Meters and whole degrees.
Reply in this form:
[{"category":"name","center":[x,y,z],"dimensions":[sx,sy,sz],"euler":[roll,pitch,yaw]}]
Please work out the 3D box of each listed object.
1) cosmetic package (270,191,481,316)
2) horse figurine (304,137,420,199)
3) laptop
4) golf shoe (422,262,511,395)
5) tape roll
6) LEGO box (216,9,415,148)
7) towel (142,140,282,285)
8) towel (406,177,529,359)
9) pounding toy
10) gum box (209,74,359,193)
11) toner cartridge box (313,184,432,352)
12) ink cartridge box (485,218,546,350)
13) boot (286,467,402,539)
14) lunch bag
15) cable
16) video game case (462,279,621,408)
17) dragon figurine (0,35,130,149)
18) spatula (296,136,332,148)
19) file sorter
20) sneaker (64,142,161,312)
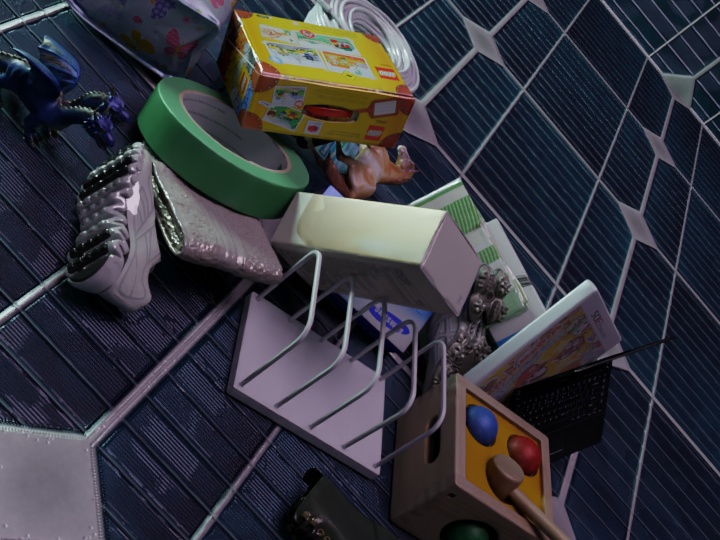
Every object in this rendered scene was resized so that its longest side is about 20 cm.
[{"category":"cosmetic package","center":[0.016,-0.020,1.090],"dimensions":[0.105,0.200,0.071],"euler":[51,58,-47]},{"category":"horse figurine","center":[-0.003,-0.141,1.307],"dimensions":[0.133,0.050,0.200],"euler":[63,33,-15]},{"category":"laptop","center":[0.279,0.170,1.257],"dimensions":[0.177,0.200,0.103],"euler":[-13,26,-32]},{"category":"golf shoe","center":[0.114,0.084,1.269],"dimensions":[0.078,0.097,0.200],"euler":[28,82,-38]},{"category":"tape roll","center":[-0.152,-0.139,1.153],"dimensions":[0.200,0.048,0.200],"euler":[33,19,-13]},{"category":"LEGO box","center":[-0.056,-0.230,1.233],"dimensions":[0.200,0.077,0.149],"euler":[4,40,-26]},{"category":"towel","center":[-0.164,-0.065,1.087],"dimensions":[0.132,0.034,0.200],"euler":[18,29,-41]},{"category":"towel","center":[0.110,-0.005,1.334],"dimensions":[0.200,0.152,0.023],"euler":[64,3,18]},{"category":"pounding toy","center":[0.149,0.244,1.129],"dimensions":[0.184,0.142,0.200],"euler":[36,35,-23]},{"category":"gum box","center":[-0.092,-0.204,1.350],"dimensions":[0.200,0.045,0.170],"euler":[46,33,-13]},{"category":"toner cartridge box","center":[0.000,0.000,1.227],"dimensions":[0.200,0.043,0.095],"euler":[43,72,-15]},{"category":"ink cartridge box","center":[0.199,0.047,1.389],"dimensions":[0.200,0.084,0.146],"euler":[66,5,19]},{"category":"boot","center":[-0.030,0.283,0.943],"dimensions":[0.138,0.077,0.200],"euler":[45,19,-5]},{"category":"lunch bag","center":[-0.251,-0.347,1.215],"dimensions":[0.200,0.127,0.170],"euler":[34,34,-15]},{"category":"cable","center":[0.003,-0.341,1.582],"dimensions":[0.200,0.069,0.200],"euler":[-6,65,-55]},{"category":"video game case","center":[0.222,0.111,1.251],"dimensions":[0.023,0.200,0.182],"euler":[55,5,32]},{"category":"dragon figurine","center":[-0.315,-0.189,1.002],"dimensions":[0.200,0.099,0.059],"euler":[49,32,-6]},{"category":"spatula","center":[-0.024,-0.181,1.353],"dimensions":[0.200,0.021,0.057],"euler":[-21,82,-56]},{"category":"file sorter","center":[-0.016,0.097,1.080],"dimensions":[0.200,0.124,0.139],"euler":[36,36,-25]},{"category":"sneaker","center":[-0.233,-0.043,1.005],"dimensions":[0.081,0.075,0.200],"euler":[45,32,-39]}]
